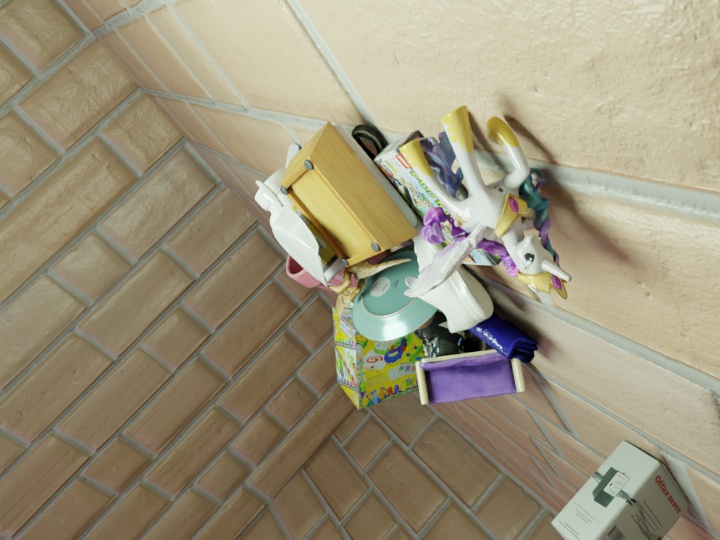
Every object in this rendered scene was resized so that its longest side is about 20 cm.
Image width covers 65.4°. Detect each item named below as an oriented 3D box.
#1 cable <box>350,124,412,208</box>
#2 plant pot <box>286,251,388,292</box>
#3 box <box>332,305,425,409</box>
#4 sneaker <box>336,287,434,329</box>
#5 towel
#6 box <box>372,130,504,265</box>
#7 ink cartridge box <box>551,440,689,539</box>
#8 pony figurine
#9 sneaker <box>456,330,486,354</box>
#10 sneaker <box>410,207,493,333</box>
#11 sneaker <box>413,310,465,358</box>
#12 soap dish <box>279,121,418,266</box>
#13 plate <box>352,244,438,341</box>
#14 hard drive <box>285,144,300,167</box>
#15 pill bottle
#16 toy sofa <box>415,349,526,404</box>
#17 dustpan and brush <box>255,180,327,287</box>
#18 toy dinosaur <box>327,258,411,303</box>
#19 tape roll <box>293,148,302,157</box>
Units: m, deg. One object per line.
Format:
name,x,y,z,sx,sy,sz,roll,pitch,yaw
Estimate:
cable,0.035,-0.127,0.844,0.096,0.051,0.201,12,152,18
plant pot,-0.040,-0.031,1.246,0.178,0.201,0.200,32,177,-26
box,0.056,0.166,1.233,0.122,0.198,0.195,-141,44,-57
sneaker,0.056,0.067,1.034,0.198,0.076,0.088,8,173,34
towel,0.202,0.078,0.951,0.199,0.050,0.147,37,-173,31
box,0.108,-0.091,0.756,0.200,0.035,0.110,47,170,-12
ink cartridge box,0.450,0.420,0.968,0.147,0.200,0.083,49,172,-25
pony figurine,0.120,-0.056,0.583,0.202,0.165,0.193,61,161,-6
sneaker,0.197,0.133,1.235,0.203,0.077,0.147,51,164,17
sneaker,0.111,0.002,0.850,0.075,0.088,0.201,-17,-106,-56
sneaker,0.118,0.118,1.111,0.197,0.113,0.073,10,169,-8
soap dish,-0.024,-0.101,0.829,0.201,0.081,0.157,50,153,-11
plate,0.062,0.027,0.948,0.026,0.201,0.200,46,172,-37
hard drive,-0.144,-0.173,1.247,0.025,0.134,0.200,8,167,3
pill bottle,-0.092,-0.087,1.014,0.200,0.111,0.111,46,171,1
toy sofa,0.208,0.204,1.073,0.098,0.197,0.084,63,-161,-74
dustpan and brush,-0.115,-0.074,0.917,0.199,0.057,0.140,39,164,15
toy dinosaur,0.000,0.000,0.945,0.060,0.107,0.200,34,177,-18
tape roll,-0.029,-0.150,1.009,0.200,0.066,0.200,43,171,8
